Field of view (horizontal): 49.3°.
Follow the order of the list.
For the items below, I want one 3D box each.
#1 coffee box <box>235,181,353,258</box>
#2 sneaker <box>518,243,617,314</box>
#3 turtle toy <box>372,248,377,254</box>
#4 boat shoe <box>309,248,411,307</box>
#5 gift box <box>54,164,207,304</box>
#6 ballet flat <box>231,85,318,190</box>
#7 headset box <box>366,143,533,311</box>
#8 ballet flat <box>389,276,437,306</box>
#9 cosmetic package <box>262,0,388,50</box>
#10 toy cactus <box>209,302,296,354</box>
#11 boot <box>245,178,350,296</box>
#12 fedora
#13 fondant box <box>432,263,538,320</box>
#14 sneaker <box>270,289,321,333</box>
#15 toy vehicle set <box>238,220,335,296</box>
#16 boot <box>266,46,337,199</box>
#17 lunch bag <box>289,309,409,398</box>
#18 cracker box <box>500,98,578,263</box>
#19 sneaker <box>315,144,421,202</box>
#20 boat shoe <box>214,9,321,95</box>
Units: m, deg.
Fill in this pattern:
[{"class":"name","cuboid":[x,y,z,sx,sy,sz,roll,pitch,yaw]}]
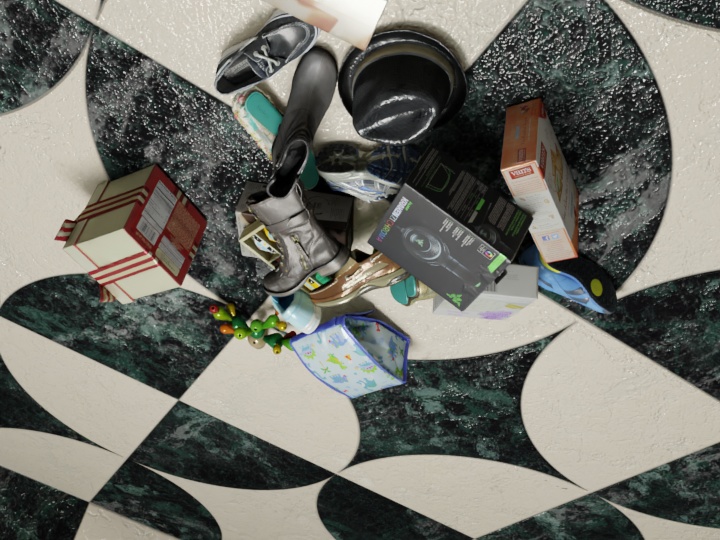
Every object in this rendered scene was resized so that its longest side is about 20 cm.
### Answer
[{"class":"coffee box","cuboid":[-0.112,-0.077,1.385,0.195,0.081,0.114,9,140,7]},{"class":"sneaker","cuboid":[0.360,0.015,1.364,0.198,0.067,0.078,32,150,-19]},{"class":"turtle toy","cuboid":[0.110,-0.062,1.315,0.196,0.103,0.147,-11,135,28]},{"class":"boat shoe","cuboid":[0.000,0.000,1.300,0.197,0.076,0.075,-21,98,24]},{"class":"gift box","cuboid":[-0.420,-0.056,1.421,0.183,0.203,0.186,-12,130,31]},{"class":"ballet flat","cuboid":[-0.135,-0.213,1.255,0.063,0.076,0.201,17,150,51]},{"class":"headset box","cuboid":[0.133,-0.054,1.157,0.198,0.093,0.175,36,147,-1]},{"class":"ballet flat","cuboid":[0.103,0.027,1.411,0.069,0.072,0.200,21,172,-8]},{"class":"cosmetic package","cuboid":[-0.059,-0.378,0.993,0.196,0.105,0.088,24,140,-10]},{"class":"toy cactus","cuboid":[-0.221,0.123,1.669,0.195,0.105,0.166,12,160,-1]},{"class":"boot","cuboid":[-0.126,-0.056,1.266,0.197,0.070,0.175,-24,122,31]},{"class":"fedora","cuboid":[0.053,-0.242,1.125,0.195,0.093,0.203,9,140,7]},{"class":"fondant box","cuboid":[0.211,0.037,1.359,0.140,0.060,0.200,5,167,-4]},{"class":"sneaker","cuboid":[-0.135,0.035,1.456,0.082,0.200,0.074,37,95,-34]},{"class":"toy vehicle set","cuboid":[-0.097,-0.026,1.352,0.123,0.027,0.199,-28,125,38]},{"class":"boot","cuboid":[-0.081,-0.210,1.138,0.068,0.133,0.203,15,118,-11]},{"class":"lunch bag","cuboid":[-0.023,0.161,1.603,0.168,0.130,0.198,-25,137,39]},{"class":"cracker box","cuboid":[0.269,-0.130,1.157,0.057,0.136,0.201,-11,135,29]},{"class":"sneaker","cuboid":[0.028,-0.153,1.270,0.195,0.078,0.086,11,152,17]},{"class":"boat shoe","cuboid":[-0.137,-0.310,1.126,0.197,0.069,0.072,-17,132,33]}]
